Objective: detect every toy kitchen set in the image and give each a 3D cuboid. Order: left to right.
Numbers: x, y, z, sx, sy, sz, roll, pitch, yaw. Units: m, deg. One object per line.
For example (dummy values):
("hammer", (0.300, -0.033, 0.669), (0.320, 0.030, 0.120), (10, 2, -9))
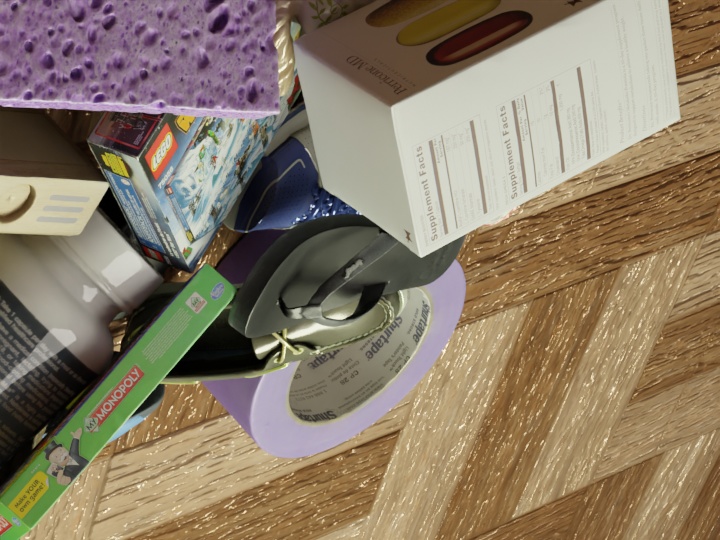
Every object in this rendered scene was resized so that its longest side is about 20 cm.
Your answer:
("toy kitchen set", (-0.251, 0.024, 1.429), (0.180, 0.163, 0.200), (1, 128, -52))

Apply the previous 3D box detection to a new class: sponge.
("sponge", (-0.137, -0.145, 1.385), (0.200, 0.030, 0.112), (0, 87, -35))

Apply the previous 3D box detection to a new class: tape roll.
("tape roll", (-0.025, 0.037, 1.811), (0.200, 0.085, 0.200), (-31, 147, -23))

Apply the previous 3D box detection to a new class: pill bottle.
("pill bottle", (-0.224, 0.043, 1.530), (0.200, 0.120, 0.120), (-43, 151, -1))

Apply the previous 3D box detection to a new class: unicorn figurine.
("unicorn figurine", (0.014, -0.181, 1.509), (0.200, 0.074, 0.137), (-44, 139, -31))

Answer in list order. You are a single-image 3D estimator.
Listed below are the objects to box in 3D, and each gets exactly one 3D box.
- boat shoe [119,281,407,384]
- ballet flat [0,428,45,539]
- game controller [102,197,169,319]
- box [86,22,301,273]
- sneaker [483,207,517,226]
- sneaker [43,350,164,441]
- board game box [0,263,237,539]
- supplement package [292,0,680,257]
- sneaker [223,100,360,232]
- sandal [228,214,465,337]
("boat shoe", (-0.067, 0.039, 1.669), (0.202, 0.060, 0.072), (-8, 123, 17))
("ballet flat", (-0.237, 0.122, 1.596), (0.046, 0.067, 0.200), (107, 2, -64))
("game controller", (-0.124, -0.046, 1.636), (0.200, 0.042, 0.104), (-46, 166, 2))
("box", (-0.087, -0.116, 1.506), (0.200, 0.040, 0.137), (-60, 157, -23))
("sneaker", (0.056, -0.121, 1.625), (0.082, 0.078, 0.200), (-24, 111, -19))
("sneaker", (-0.228, 0.117, 1.685), (0.200, 0.066, 0.078), (-24, 153, -28))
("board game box", (-0.165, 0.090, 1.535), (0.200, 0.029, 0.135), (-50, -176, -24))
("supplement package", (0.078, -0.114, 1.480), (0.200, 0.114, 0.110), (-28, 128, -22))
("sneaker", (0.003, -0.055, 1.653), (0.199, 0.115, 0.081), (-24, 153, -57))
("sandal", (0.000, -0.001, 1.573), (0.200, 0.043, 0.076), (-19, 139, -41))
